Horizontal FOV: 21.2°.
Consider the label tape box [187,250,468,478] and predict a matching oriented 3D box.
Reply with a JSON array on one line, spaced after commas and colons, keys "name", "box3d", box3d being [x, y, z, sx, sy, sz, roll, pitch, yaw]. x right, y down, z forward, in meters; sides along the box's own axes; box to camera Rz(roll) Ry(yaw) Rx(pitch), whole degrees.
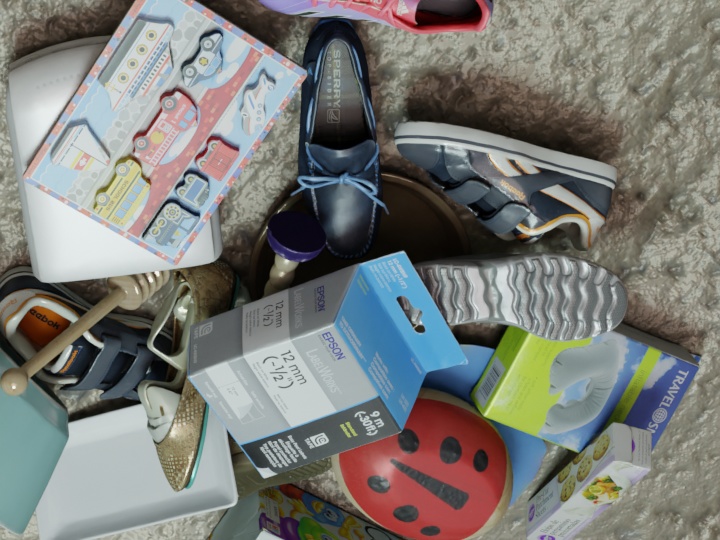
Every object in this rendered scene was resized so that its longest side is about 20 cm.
[{"name": "label tape box", "box3d": [-0.025, 0.081, 1.603, 0.198, 0.067, 0.144, -19, 131, 16]}]

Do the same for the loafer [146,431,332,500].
[{"name": "loafer", "box3d": [-0.113, 0.165, 1.742, 0.198, 0.068, 0.076, -12, 145, 16]}]

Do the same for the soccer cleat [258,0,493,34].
[{"name": "soccer cleat", "box3d": [0.011, -0.225, 1.550, 0.198, 0.077, 0.067, 4, 117, -9]}]

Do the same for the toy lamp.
[{"name": "toy lamp", "box3d": [-0.078, 0.039, 1.645, 0.058, 0.059, 0.201, 12, 131, -13]}]

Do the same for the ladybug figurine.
[{"name": "ladybug figurine", "box3d": [0.060, 0.179, 1.707, 0.199, 0.072, 0.136, 27, 101, -31]}]

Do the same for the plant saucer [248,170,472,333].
[{"name": "plant saucer", "box3d": [0.000, 0.000, 1.691, 0.198, 0.030, 0.202, -2, 117, -5]}]

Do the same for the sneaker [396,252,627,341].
[{"name": "sneaker", "box3d": [0.129, 0.011, 1.645, 0.198, 0.082, 0.076, 6, 104, 1]}]

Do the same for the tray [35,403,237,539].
[{"name": "tray", "box3d": [-0.202, 0.177, 1.713, 0.198, 0.022, 0.109, -15, 76, 18]}]

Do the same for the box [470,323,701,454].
[{"name": "box", "box3d": [0.212, 0.104, 1.741, 0.198, 0.048, 0.123, 21, 106, -24]}]

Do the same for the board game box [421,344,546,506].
[{"name": "board game box", "box3d": [0.077, 0.148, 1.772, 0.157, 0.039, 0.201, -29, 119, -1]}]

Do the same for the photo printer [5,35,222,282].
[{"name": "photo printer", "box3d": [-0.204, -0.096, 1.594, 0.164, 0.070, 0.202, -6, 118, -4]}]

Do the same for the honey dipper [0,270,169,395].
[{"name": "honey dipper", "box3d": [-0.229, 0.046, 1.602, 0.038, 0.200, 0.038, 18, 130, 24]}]

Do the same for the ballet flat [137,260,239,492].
[{"name": "ballet flat", "box3d": [-0.158, 0.087, 1.658, 0.065, 0.070, 0.202, 15, 78, -24]}]

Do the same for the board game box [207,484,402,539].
[{"name": "board game box", "box3d": [-0.036, 0.290, 1.793, 0.199, 0.103, 0.105, 29, 111, -19]}]

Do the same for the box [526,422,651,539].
[{"name": "box", "box3d": [0.206, 0.197, 1.751, 0.038, 0.042, 0.200, 14, 150, -13]}]

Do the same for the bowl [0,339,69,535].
[{"name": "bowl", "box3d": [-0.324, 0.118, 1.638, 0.105, 0.201, 0.201, -44, 115, -6]}]

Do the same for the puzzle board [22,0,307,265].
[{"name": "puzzle board", "box3d": [-0.157, -0.116, 1.543, 0.150, 0.017, 0.201, 29, 107, -23]}]

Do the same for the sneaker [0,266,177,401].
[{"name": "sneaker", "box3d": [-0.230, 0.073, 1.675, 0.199, 0.080, 0.079, 26, 111, -20]}]

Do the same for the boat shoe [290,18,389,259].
[{"name": "boat shoe", "box3d": [-0.024, -0.103, 1.592, 0.083, 0.069, 0.202, -11, 104, 0]}]

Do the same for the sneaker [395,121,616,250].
[{"name": "sneaker", "box3d": [0.120, -0.070, 1.623, 0.198, 0.078, 0.080, 13, 86, -14]}]
